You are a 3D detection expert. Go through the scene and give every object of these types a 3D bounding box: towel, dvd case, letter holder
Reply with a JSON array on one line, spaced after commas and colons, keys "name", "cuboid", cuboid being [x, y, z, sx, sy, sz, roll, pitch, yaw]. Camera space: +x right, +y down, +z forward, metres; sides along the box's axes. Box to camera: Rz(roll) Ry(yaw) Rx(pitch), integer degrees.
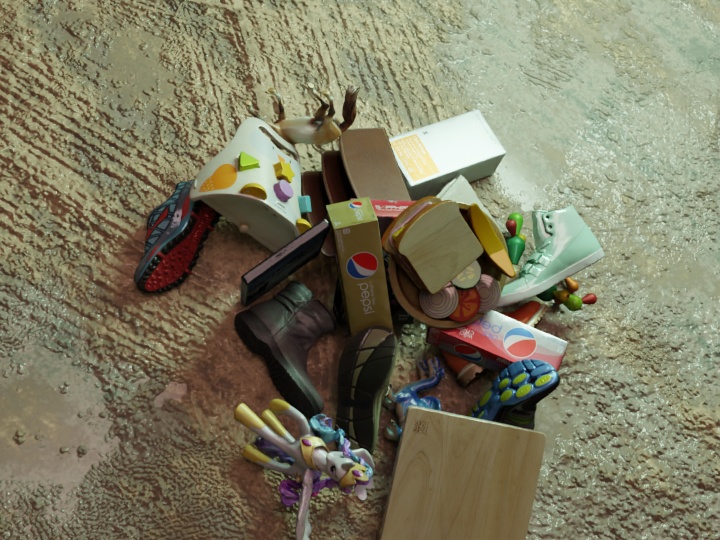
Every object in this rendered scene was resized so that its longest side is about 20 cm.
[{"name": "towel", "cuboid": [0.155, -0.058, 1.534, 0.133, 0.034, 0.200, 54, 43, -11]}, {"name": "dvd case", "cuboid": [-0.112, -0.008, 1.372, 0.143, 0.200, 0.018, -36, 86, -12]}, {"name": "letter holder", "cuboid": [-0.013, -0.125, 1.503, 0.142, 0.101, 0.200, -3, 48, -15]}]

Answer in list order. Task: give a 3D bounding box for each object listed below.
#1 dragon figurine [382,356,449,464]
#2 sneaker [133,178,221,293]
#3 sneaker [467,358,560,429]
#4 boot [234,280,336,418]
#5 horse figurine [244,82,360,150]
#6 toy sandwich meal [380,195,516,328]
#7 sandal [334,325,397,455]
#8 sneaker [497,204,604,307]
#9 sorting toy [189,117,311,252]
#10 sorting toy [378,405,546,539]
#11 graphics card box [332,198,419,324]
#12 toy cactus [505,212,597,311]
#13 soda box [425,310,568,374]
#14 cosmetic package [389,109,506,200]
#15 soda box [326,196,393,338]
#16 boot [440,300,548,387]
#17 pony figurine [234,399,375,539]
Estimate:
[{"name": "dragon figurine", "cuboid": [0.086, 0.218, 1.402, 0.099, 0.059, 0.200, 2, 61, -13]}, {"name": "sneaker", "cuboid": [-0.289, -0.053, 1.451, 0.095, 0.079, 0.200, 17, 67, 36]}, {"name": "sneaker", "cuboid": [0.227, 0.197, 1.377, 0.083, 0.200, 0.071, 22, 42, -17]}, {"name": "boot", "cuboid": [-0.082, 0.111, 1.412, 0.132, 0.070, 0.200, -29, 78, -31]}, {"name": "horse figurine", "cuboid": [-0.090, -0.239, 1.508, 0.200, 0.133, 0.050, -6, 53, 15]}, {"name": "toy sandwich meal", "cuboid": [0.130, -0.012, 1.352, 0.205, 0.070, 0.205, -2, 96, -15]}, {"name": "sandal", "cuboid": [0.005, 0.176, 1.377, 0.080, 0.057, 0.201, 14, 96, 18]}, {"name": "sneaker", "cuboid": [0.271, -0.027, 1.487, 0.200, 0.074, 0.118, -29, 88, -12]}, {"name": "sorting toy", "cuboid": [-0.143, -0.141, 1.459, 0.200, 0.107, 0.180, 37, 44, -36]}, {"name": "sorting toy", "cuboid": [0.138, 0.303, 1.328, 0.199, 0.070, 0.200, 12, 89, -6]}, {"name": "graphics card box", "cuboid": [0.033, -0.010, 1.430, 0.125, 0.200, 0.051, 1, 34, -16]}, {"name": "toy cactus", "cuboid": [0.284, -0.003, 1.560, 0.165, 0.102, 0.200, -28, 81, -15]}, {"name": "soda box", "cuboid": [0.202, 0.107, 1.416, 0.200, 0.063, 0.070, 23, 65, 10]}, {"name": "cosmetic package", "cuboid": [0.136, -0.193, 1.624, 0.200, 0.071, 0.101, -22, 70, -24]}, {"name": "soda box", "cuboid": [0.000, 0.000, 1.356, 0.064, 0.200, 0.068, -13, 35, -5]}, {"name": "boot", "cuboid": [0.207, 0.087, 1.497, 0.200, 0.075, 0.107, -32, 70, -25]}, {"name": "pony figurine", "cuboid": [-0.070, 0.268, 1.280, 0.200, 0.193, 0.167, 29, 54, 23]}]
